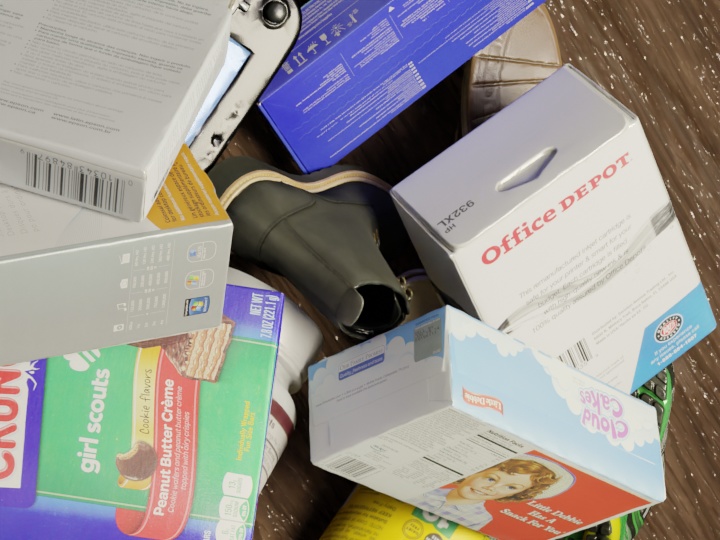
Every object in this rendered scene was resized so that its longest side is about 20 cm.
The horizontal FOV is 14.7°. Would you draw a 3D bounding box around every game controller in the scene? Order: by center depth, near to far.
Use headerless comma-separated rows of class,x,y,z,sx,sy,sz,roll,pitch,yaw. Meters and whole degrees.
game controller,-0.121,-0.102,1.652,0.104,0.042,0.201,36,85,-29

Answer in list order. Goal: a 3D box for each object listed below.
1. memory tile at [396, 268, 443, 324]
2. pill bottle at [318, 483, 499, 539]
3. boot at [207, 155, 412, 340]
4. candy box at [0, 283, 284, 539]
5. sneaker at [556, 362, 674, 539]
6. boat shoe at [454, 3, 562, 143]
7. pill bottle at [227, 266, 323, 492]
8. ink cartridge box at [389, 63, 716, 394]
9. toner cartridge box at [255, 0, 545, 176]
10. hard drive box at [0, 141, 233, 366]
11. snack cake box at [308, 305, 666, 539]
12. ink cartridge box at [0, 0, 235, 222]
memory tile,0.098,0.042,1.840,0.153,0.017,0.200,-36,132,-10
pill bottle,0.006,0.222,1.761,0.113,0.112,0.200,52,61,-29
boot,0.000,0.000,1.708,0.200,0.138,0.078,0,122,-54
candy box,-0.151,0.085,1.559,0.199,0.077,0.170,8,70,-1
sneaker,0.171,0.118,1.895,0.085,0.078,0.201,-39,154,-43
boat shoe,0.087,-0.085,1.848,0.072,0.072,0.201,-7,102,-25
pill bottle,-0.109,0.103,1.658,0.114,0.114,0.201,43,65,-33
ink cartridge box,0.123,-0.006,1.756,0.145,0.084,0.200,-36,134,-9
toner cartridge box,0.022,-0.151,1.729,0.200,0.043,0.095,-37,145,-2
hard drive box,-0.190,-0.028,1.516,0.199,0.156,0.077,-11,133,-23
snack cake box,0.077,0.098,1.677,0.200,0.115,0.068,26,50,-41
ink cartridge box,-0.179,-0.124,1.534,0.200,0.198,0.041,-67,170,-46
